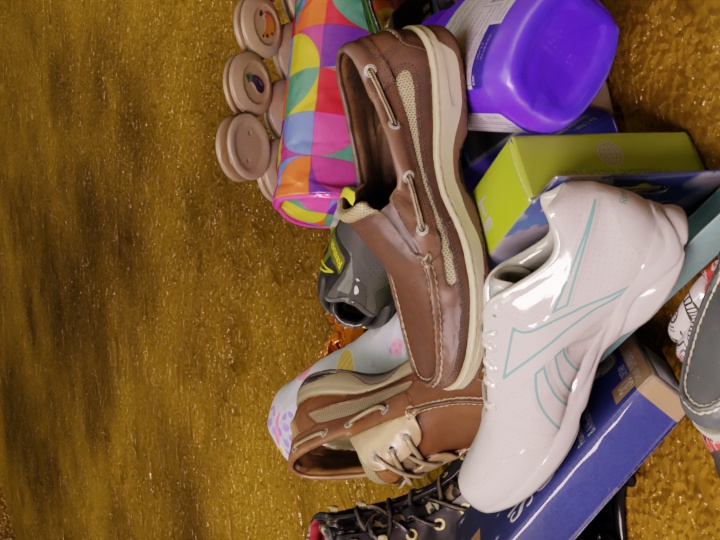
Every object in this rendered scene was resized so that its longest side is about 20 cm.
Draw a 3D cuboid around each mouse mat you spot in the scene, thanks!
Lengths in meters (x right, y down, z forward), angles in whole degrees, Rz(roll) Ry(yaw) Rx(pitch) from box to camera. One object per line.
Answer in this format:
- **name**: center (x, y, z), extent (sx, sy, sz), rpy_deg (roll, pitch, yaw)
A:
- **mouse mat**: center (0.026, -0.109, 0.915), extent (0.161, 0.007, 0.202), rpy_deg (-94, -13, -84)

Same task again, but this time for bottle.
- **bottle**: center (0.075, -0.125, 0.796), extent (0.084, 0.065, 0.200), rpy_deg (-60, 20, -4)

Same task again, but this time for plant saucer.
- **plant saucer**: center (0.162, 0.008, 0.745), extent (0.019, 0.070, 0.200), rpy_deg (39, 139, 4)

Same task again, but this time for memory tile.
- **memory tile**: center (-0.053, -0.148, 1.057), extent (0.017, 0.153, 0.202), rpy_deg (-4, 70, 33)

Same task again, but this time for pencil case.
- **pencil case**: center (0.017, 0.084, 0.992), extent (0.200, 0.090, 0.084), rpy_deg (-35, 66, 40)
- **pencil case**: center (-0.016, -0.133, 1.016), extent (0.088, 0.088, 0.202), rpy_deg (156, 124, -64)

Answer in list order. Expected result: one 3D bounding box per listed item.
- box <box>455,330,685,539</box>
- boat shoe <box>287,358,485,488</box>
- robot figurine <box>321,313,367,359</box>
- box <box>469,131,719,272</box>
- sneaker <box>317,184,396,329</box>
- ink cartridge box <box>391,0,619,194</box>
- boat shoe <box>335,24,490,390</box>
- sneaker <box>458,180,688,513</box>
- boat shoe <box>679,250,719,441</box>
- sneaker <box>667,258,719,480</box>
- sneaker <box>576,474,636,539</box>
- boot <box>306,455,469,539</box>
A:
- **box**: center (0.104, 0.127, 0.761), extent (0.201, 0.032, 0.121), rpy_deg (-53, 3, 11)
- **boat shoe**: center (0.029, 0.106, 0.869), extent (0.199, 0.076, 0.074), rpy_deg (-14, 45, 46)
- **robot figurine**: center (0.015, 0.002, 1.076), extent (0.145, 0.058, 0.202), rpy_deg (39, 130, 54)
- **box**: center (0.112, -0.019, 0.785), extent (0.200, 0.121, 0.048), rpy_deg (123, 136, -54)
- **sneaker**: center (0.000, 0.000, 0.921), extent (0.200, 0.074, 0.085), rpy_deg (70, -139, -79)
- **ink cartridge box**: center (0.093, -0.121, 0.901), extent (0.198, 0.043, 0.202), rpy_deg (-33, 67, 62)
- **boat shoe**: center (0.020, -0.032, 0.745), extent (0.075, 0.074, 0.204), rpy_deg (-6, 91, 65)
- **sneaker**: center (0.091, 0.038, 0.711), extent (0.071, 0.080, 0.201), rpy_deg (-96, 30, -64)
- **boat shoe**: center (0.185, -0.022, 0.604), extent (0.073, 0.061, 0.201), rpy_deg (29, 94, 59)
- **sneaker**: center (0.216, 0.028, 0.636), extent (0.202, 0.067, 0.109), rpy_deg (127, 129, -59)
- **sneaker**: center (0.125, 0.180, 0.864), extent (0.083, 0.071, 0.201), rpy_deg (52, 141, 47)
- **boot**: center (0.050, 0.163, 0.924), extent (0.074, 0.152, 0.205), rpy_deg (60, 146, 40)
